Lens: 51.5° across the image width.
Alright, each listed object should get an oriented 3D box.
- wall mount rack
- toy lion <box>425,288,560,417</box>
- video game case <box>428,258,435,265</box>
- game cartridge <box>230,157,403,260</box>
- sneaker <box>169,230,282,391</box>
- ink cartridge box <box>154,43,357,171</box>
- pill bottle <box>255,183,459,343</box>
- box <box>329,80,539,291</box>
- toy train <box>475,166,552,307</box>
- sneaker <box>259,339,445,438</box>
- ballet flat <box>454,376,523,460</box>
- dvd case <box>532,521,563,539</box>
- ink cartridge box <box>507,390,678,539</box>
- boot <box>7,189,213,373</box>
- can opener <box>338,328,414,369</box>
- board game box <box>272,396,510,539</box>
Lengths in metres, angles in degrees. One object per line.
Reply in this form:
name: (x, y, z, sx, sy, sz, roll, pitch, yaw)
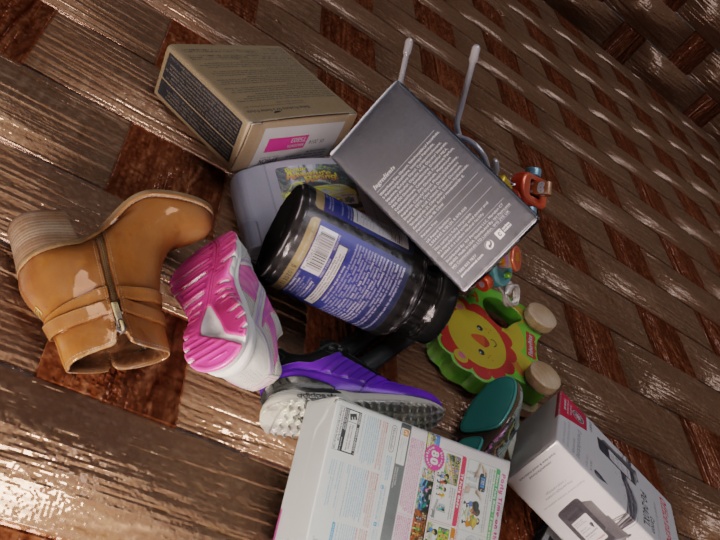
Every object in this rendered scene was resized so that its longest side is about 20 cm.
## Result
wall mount rack: (0.098, -0.191, 0.935, 0.074, 0.175, 0.199, -38, 38, -25)
toy lion: (0.169, 0.091, 0.996, 0.191, 0.069, 0.200, 30, 36, -9)
video game case: (0.088, -0.046, 1.028, 0.182, 0.023, 0.200, 35, 29, 23)
game cartridge: (-0.049, -0.076, 0.886, 0.199, 0.041, 0.134, -6, 50, -19)
sneaker: (-0.125, 0.043, 0.718, 0.088, 0.081, 0.201, 53, 12, -39)
ink cartridge box: (-0.130, -0.212, 0.947, 0.165, 0.075, 0.199, 45, 35, 20)
pill bottle: (0.000, 0.000, 0.788, 0.199, 0.112, 0.112, 26, 37, -17)
box: (0.087, -0.088, 0.808, 0.200, 0.107, 0.148, 45, 13, 7)
toy train: (0.213, -0.057, 0.997, 0.150, 0.055, 0.201, 22, 74, -43)
sneaker: (-0.008, 0.114, 0.749, 0.199, 0.070, 0.100, 11, 38, -26)
ballet flat: (0.140, 0.203, 0.842, 0.200, 0.069, 0.071, -47, 115, -50)
dvd case: (0.211, 0.373, 0.765, 0.150, 0.025, 0.200, 49, 33, 7)
ink cartridge box: (0.274, 0.262, 0.874, 0.200, 0.083, 0.145, 45, 21, 2)
boot: (-0.198, 0.011, 0.668, 0.199, 0.074, 0.155, -14, 58, -36)
can opener: (0.032, 0.078, 0.874, 0.200, 0.067, 0.053, -31, 78, -42)
board game box: (0.032, 0.214, 0.660, 0.199, 0.064, 0.148, 25, 65, -24)
